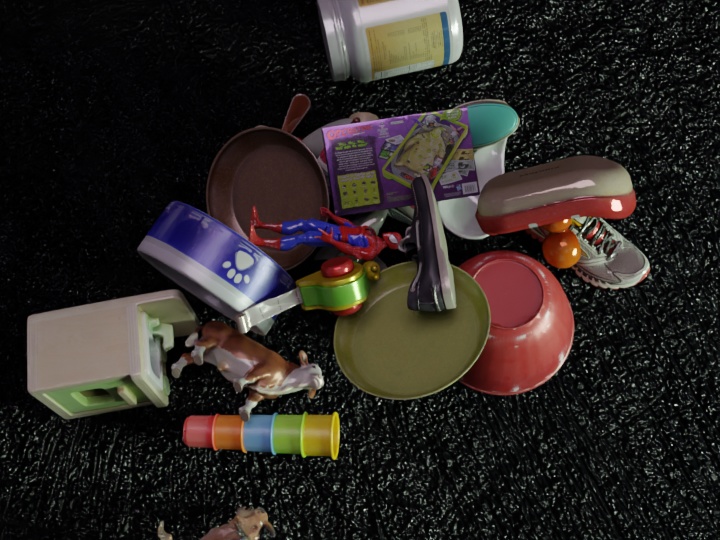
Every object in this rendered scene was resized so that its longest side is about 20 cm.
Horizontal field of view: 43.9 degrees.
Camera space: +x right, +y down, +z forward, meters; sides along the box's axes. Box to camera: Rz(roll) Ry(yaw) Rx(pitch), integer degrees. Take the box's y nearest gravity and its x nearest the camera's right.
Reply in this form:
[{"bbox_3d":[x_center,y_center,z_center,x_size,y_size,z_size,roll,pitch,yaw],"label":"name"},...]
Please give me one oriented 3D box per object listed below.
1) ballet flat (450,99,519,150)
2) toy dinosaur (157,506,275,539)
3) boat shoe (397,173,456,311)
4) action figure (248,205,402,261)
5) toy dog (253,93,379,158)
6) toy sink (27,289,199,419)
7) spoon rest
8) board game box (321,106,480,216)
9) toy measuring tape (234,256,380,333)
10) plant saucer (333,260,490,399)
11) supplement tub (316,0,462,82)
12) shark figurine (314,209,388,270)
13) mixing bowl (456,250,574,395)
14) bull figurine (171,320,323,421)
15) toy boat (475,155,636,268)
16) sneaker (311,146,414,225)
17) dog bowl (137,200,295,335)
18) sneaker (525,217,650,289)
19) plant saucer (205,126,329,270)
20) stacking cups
[{"bbox_3d":[0.121,-0.192,1.247,0.198,0.062,0.068,-17,103,-4],"label":"ballet flat"},{"bbox_3d":[-0.181,0.377,1.067,0.134,0.086,0.202,9,72,1],"label":"toy dinosaur"},{"bbox_3d":[0.075,-0.037,1.119,0.062,0.073,0.202,-14,55,10],"label":"boat shoe"},{"bbox_3d":[-0.043,-0.048,1.151,0.198,0.052,0.066,8,34,-9],"label":"action figure"},{"bbox_3d":[-0.064,-0.194,1.301,0.198,0.097,0.133,-15,65,-3],"label":"toy dog"},{"bbox_3d":[-0.313,0.116,1.165,0.198,0.131,0.113,-10,66,-1],"label":"toy sink"},{"bbox_3d":[0.172,-0.136,1.274,0.099,0.061,0.201,21,68,2],"label":"spoon rest"},{"bbox_3d":[0.054,-0.145,1.196,0.198,0.032,0.121,-8,94,-4],"label":"board game box"},{"bbox_3d":[-0.054,0.033,1.093,0.199,0.074,0.074,-24,65,-26],"label":"toy measuring tape"},{"bbox_3d":[0.065,0.076,1.102,0.198,0.031,0.201,-11,50,13],"label":"plant saucer"},{"bbox_3d":[0.043,-0.366,1.343,0.198,0.145,0.146,-12,66,-1],"label":"supplement tub"},{"bbox_3d":[-0.009,0.021,1.201,0.127,0.089,0.217,-13,81,18],"label":"shark figurine"},{"bbox_3d":[0.186,0.050,1.168,0.198,0.109,0.202,-2,65,4],"label":"mixing bowl"},{"bbox_3d":[-0.147,0.129,1.168,0.199,0.066,0.121,23,27,22],"label":"bull figurine"},{"bbox_3d":[0.253,-0.066,1.147,0.198,0.131,0.132,-12,106,18],"label":"toy boat"},{"bbox_3d":[0.025,-0.108,1.264,0.199,0.075,0.081,29,35,-5],"label":"sneaker"},{"bbox_3d":[-0.186,-0.002,1.163,0.199,0.200,0.079,29,79,16],"label":"dog bowl"},{"bbox_3d":[0.302,-0.047,1.216,0.199,0.082,0.078,34,72,17],"label":"sneaker"},{"bbox_3d":[-0.125,-0.099,1.253,0.199,0.037,0.203,5,101,25],"label":"plant saucer"},{"bbox_3d":[-0.128,0.214,1.151,0.198,0.061,0.061,-2,66,8],"label":"stacking cups"}]
